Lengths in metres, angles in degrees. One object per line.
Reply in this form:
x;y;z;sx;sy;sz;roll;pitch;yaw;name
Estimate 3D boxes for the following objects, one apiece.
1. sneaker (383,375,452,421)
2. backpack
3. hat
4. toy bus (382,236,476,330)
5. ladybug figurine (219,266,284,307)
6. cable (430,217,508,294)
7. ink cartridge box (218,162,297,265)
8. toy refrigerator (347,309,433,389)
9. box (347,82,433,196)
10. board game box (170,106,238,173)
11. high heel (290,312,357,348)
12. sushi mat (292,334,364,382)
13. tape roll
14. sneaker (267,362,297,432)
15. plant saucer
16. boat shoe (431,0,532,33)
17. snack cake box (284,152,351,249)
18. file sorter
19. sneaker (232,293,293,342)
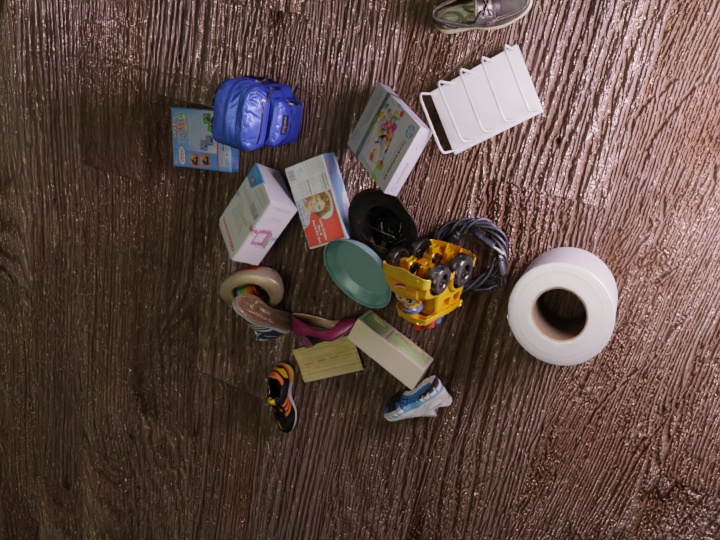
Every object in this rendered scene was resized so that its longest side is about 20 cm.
0.139;0.331;1.419;0.086;0.076;0.199;42;131;-17;sneaker
-0.237;-0.360;1.344;0.164;0.199;0.167;16;110;22;backpack
0.065;-0.103;1.329;0.197;0.081;0.204;19;129;26;hat
0.132;0.047;1.222;0.134;0.198;0.196;25;119;33;toy bus
-0.282;0.043;1.535;0.196;0.073;0.137;-12;131;27;ladybug figurine
0.223;-0.032;1.283;0.196;0.051;0.167;-2;105;29;cable
-0.258;-0.135;1.452;0.200;0.084;0.146;-48;50;28;ink cartridge box
0.073;0.185;1.406;0.198;0.076;0.071;37;117;14;toy refrigerator
0.057;-0.281;1.250;0.157;0.040;0.201;-58;44;28;box
-0.406;-0.342;1.529;0.196;0.036;0.155;10;108;24;board game box
-0.095;0.130;1.480;0.197;0.067;0.098;-24;98;31;high heel
-0.086;0.232;1.535;0.196;0.012;0.098;-18;94;29;sushi mat
0.404;0.068;1.168;0.198;0.139;0.208;7;107;24;tape roll
-0.224;0.357;1.595;0.068;0.090;0.205;6;106;25;sneaker
0.000;0.000;1.377;0.197;0.036;0.202;29;145;22;plant saucer
0.232;-0.505;1.141;0.196;0.065;0.075;-6;100;27;boat shoe
-0.091;-0.165;1.399;0.113;0.067;0.205;-13;98;27;snack cake box
0.231;-0.332;1.156;0.197;0.124;0.142;-22;93;30;file sorter
-0.271;0.128;1.516;0.107;0.198;0.072;-23;53;35;sneaker
